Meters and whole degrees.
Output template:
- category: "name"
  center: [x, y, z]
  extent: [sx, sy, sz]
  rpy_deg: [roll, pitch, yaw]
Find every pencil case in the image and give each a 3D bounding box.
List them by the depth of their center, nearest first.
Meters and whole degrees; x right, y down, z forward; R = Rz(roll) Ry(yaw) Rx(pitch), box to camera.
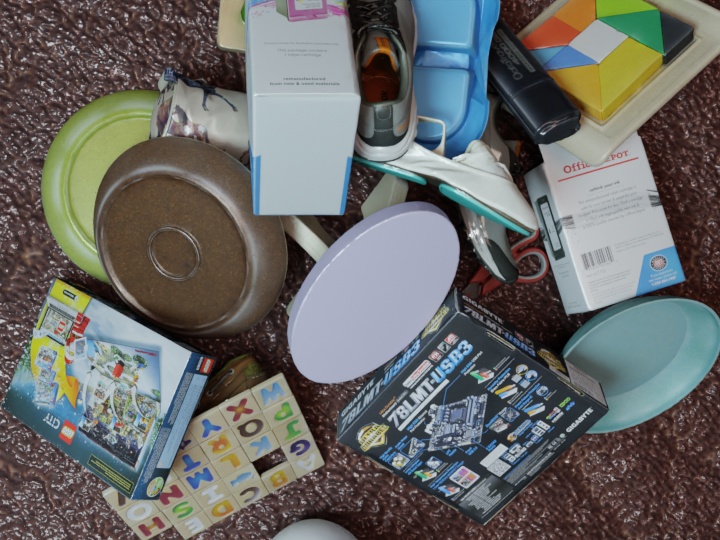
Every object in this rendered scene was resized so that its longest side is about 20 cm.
- category: "pencil case"
  center: [-0.103, -0.135, 0.852]
  extent: [0.198, 0.078, 0.090]
  rpy_deg: [10, 67, -23]

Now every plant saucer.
- category: "plant saucer"
  center: [-0.165, -0.021, 0.809]
  extent: [0.198, 0.035, 0.202]
  rpy_deg: [6, 114, 14]
- category: "plant saucer"
  center: [-0.217, -0.080, 0.875]
  extent: [0.198, 0.031, 0.203]
  rpy_deg: [-1, 94, -10]
- category: "plant saucer"
  center: [0.285, 0.094, 0.935]
  extent: [0.198, 0.036, 0.201]
  rpy_deg: [-9, 132, -10]

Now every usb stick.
- category: "usb stick"
  center: [0.149, -0.202, 0.878]
  extent: [0.055, 0.033, 0.201]
  rpy_deg: [-24, 57, -7]

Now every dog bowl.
- category: "dog bowl"
  center: [0.073, -0.200, 0.838]
  extent: [0.110, 0.050, 0.202]
  rpy_deg: [6, 94, 9]

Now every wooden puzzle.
- category: "wooden puzzle"
  center: [0.242, -0.222, 0.892]
  extent: [0.200, 0.037, 0.185]
  rpy_deg: [-44, 55, -4]

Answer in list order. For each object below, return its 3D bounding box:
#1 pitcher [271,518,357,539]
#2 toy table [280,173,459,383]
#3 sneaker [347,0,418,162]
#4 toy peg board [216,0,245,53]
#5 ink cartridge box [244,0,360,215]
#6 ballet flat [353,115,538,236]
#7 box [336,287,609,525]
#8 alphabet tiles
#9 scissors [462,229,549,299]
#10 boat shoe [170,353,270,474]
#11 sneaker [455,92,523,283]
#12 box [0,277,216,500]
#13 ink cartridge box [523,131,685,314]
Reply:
- category: "pitcher"
  center: [-0.047, 0.341, 0.843]
  extent: [0.120, 0.200, 0.173]
  rpy_deg: [20, 90, -11]
- category: "toy table"
  center: [0.000, 0.000, 0.850]
  extent: [0.200, 0.117, 0.184]
  rpy_deg: [-41, 124, 10]
- category: "sneaker"
  center: [0.018, -0.198, 0.763]
  extent: [0.073, 0.079, 0.202]
  rpy_deg: [-5, 68, -1]
- category: "toy peg board"
  center: [-0.033, -0.313, 0.863]
  extent: [0.197, 0.098, 0.202]
  rpy_deg: [5, 93, -11]
- category: "ink cartridge box"
  center: [-0.055, -0.168, 0.745]
  extent: [0.084, 0.145, 0.202]
  rpy_deg: [-1, 55, -8]
- category: "ballet flat"
  center: [0.077, -0.098, 0.790]
  extent: [0.198, 0.069, 0.070]
  rpy_deg: [24, 89, 8]
- category: "box"
  center: [0.110, 0.144, 0.886]
  extent: [0.198, 0.050, 0.200]
  rpy_deg: [33, 116, -16]
- category: "alphabet tiles"
  center: [-0.142, 0.194, 0.862]
  extent: [0.199, 0.008, 0.168]
  rpy_deg: [-27, 138, -9]
- category: "scissors"
  center: [0.118, 0.016, 0.954]
  extent: [0.199, 0.014, 0.074]
  rpy_deg: [-32, 99, -6]
- category: "boat shoe"
  center: [-0.170, 0.163, 0.885]
  extent: [0.199, 0.072, 0.068]
  rpy_deg: [-36, 71, 0]
- category: "sneaker"
  center: [0.133, -0.085, 0.899]
  extent: [0.079, 0.074, 0.202]
  rpy_deg: [-14, 93, 11]
- category: "box"
  center: [-0.238, 0.105, 0.815]
  extent: [0.199, 0.038, 0.138]
  rpy_deg: [23, 90, 32]
- category: "ink cartridge box"
  center: [0.251, -0.067, 0.936]
  extent: [0.115, 0.068, 0.202]
  rpy_deg: [-16, 87, -10]
